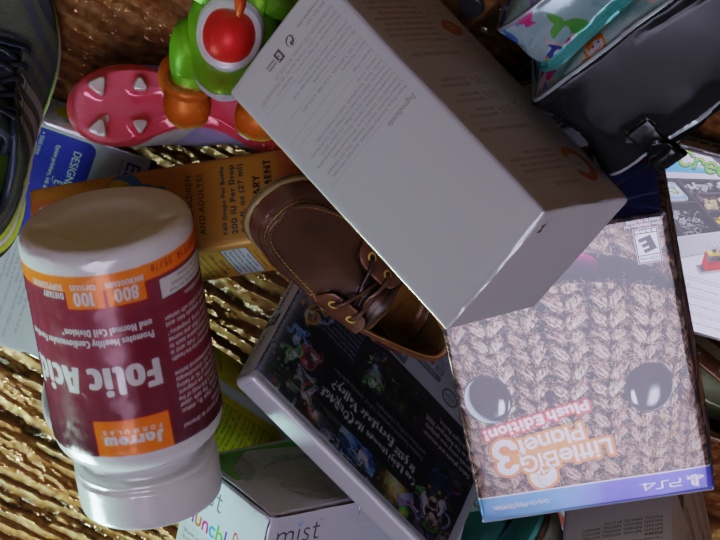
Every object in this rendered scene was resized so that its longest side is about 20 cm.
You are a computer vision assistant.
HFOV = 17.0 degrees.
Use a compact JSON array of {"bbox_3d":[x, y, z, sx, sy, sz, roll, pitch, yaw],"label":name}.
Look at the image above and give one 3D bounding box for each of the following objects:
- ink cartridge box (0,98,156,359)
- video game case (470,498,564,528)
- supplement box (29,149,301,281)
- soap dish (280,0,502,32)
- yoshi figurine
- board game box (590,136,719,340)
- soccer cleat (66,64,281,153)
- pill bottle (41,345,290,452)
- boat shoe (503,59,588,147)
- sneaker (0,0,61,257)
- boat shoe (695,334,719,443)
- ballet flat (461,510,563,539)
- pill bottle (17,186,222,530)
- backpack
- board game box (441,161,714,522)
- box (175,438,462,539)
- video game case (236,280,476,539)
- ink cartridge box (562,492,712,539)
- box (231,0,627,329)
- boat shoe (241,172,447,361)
[{"bbox_3d":[-0.263,-0.042,1.703,0.199,0.047,0.198,18,123,-9],"label":"ink cartridge box"},{"bbox_3d":[0.066,0.200,1.823,0.199,0.023,0.183,-23,116,20],"label":"video game case"},{"bbox_3d":[-0.121,-0.030,1.622,0.199,0.067,0.069,-10,162,12],"label":"supplement box"},{"bbox_3d":[-0.013,-0.199,1.540,0.200,0.081,0.157,40,120,-17],"label":"soap dish"},{"bbox_3d":[-0.076,-0.183,1.472,0.112,0.112,0.201,43,146,27],"label":"yoshi figurine"},{"bbox_3d":[0.242,-0.019,1.629,0.199,0.035,0.127,16,108,-2],"label":"board game box"},{"bbox_3d":[-0.100,-0.110,1.629,0.198,0.076,0.067,0,96,-11],"label":"soccer cleat"},{"bbox_3d":[-0.122,0.110,1.723,0.112,0.113,0.200,-35,128,26],"label":"pill bottle"},{"bbox_3d":[0.105,-0.105,1.598,0.199,0.057,0.069,-14,121,17],"label":"boat shoe"},{"bbox_3d":[-0.239,-0.107,1.592,0.073,0.081,0.202,7,85,-8],"label":"sneaker"},{"bbox_3d":[0.203,0.060,1.680,0.199,0.074,0.076,24,123,-7],"label":"boat shoe"},{"bbox_3d":[0.117,0.201,1.707,0.064,0.200,0.068,38,78,-8],"label":"ballet flat"},{"bbox_3d":[-0.151,0.058,1.556,0.113,0.114,0.201,-3,114,10],"label":"pill bottle"},{"bbox_3d":[0.177,-0.177,1.457,0.177,0.200,0.151,-37,107,29],"label":"backpack"},{"bbox_3d":[0.140,0.047,1.589,0.158,0.097,0.201,-10,111,10],"label":"board game box"},{"bbox_3d":[-0.032,0.213,1.699,0.096,0.199,0.178,31,118,41],"label":"box"},{"bbox_3d":[0.019,0.076,1.657,0.023,0.182,0.200,-23,119,43],"label":"video game case"},{"bbox_3d":[0.197,0.203,1.698,0.084,0.200,0.146,-9,121,14],"label":"ink cartridge box"},{"bbox_3d":[0.042,-0.075,1.433,0.200,0.124,0.098,48,115,17],"label":"box"},{"bbox_3d":[0.000,0.000,1.560,0.072,0.068,0.200,-44,139,7],"label":"boat shoe"}]
